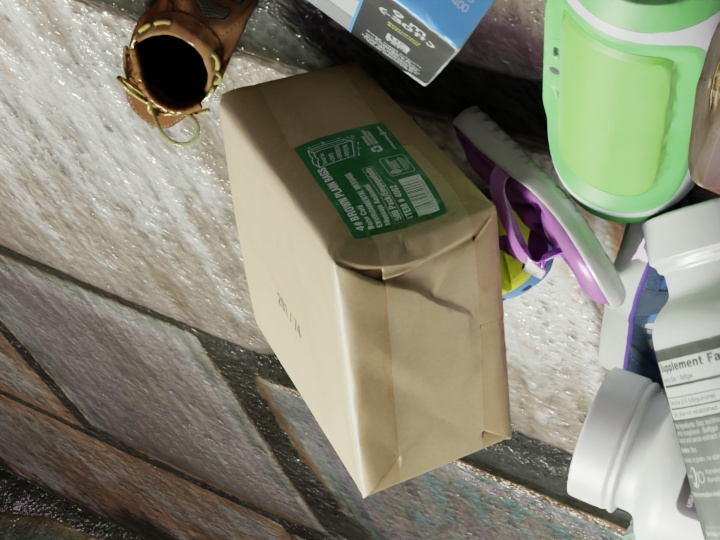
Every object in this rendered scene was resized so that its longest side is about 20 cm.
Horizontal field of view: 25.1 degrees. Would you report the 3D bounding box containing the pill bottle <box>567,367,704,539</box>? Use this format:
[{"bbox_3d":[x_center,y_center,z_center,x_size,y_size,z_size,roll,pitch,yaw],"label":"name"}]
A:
[{"bbox_3d":[0.227,0.130,0.945,0.198,0.112,0.112,21,158,18],"label":"pill bottle"}]

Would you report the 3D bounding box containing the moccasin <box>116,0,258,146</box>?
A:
[{"bbox_3d":[-0.120,-0.132,1.055,0.073,0.078,0.201,35,159,-14],"label":"moccasin"}]

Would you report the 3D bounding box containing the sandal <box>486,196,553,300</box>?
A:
[{"bbox_3d":[0.062,-0.008,1.128,0.086,0.081,0.199,0,175,-41],"label":"sandal"}]

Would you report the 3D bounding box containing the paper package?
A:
[{"bbox_3d":[0.000,0.000,0.981,0.200,0.102,0.192,-126,22,-49],"label":"paper package"}]

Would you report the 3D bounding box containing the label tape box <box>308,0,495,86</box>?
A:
[{"bbox_3d":[0.001,-0.162,0.747,0.143,0.066,0.200,37,179,-3],"label":"label tape box"}]

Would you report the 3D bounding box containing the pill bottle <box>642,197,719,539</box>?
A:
[{"bbox_3d":[0.216,0.061,0.830,0.115,0.202,0.116,-13,174,-1],"label":"pill bottle"}]

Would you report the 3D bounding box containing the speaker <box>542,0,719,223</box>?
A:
[{"bbox_3d":[0.133,-0.100,0.775,0.088,0.089,0.200,24,159,16],"label":"speaker"}]

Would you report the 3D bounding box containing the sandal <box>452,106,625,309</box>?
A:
[{"bbox_3d":[0.093,-0.027,0.923,0.083,0.050,0.203,52,-177,-31],"label":"sandal"}]

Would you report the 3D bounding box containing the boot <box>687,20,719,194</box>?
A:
[{"bbox_3d":[0.202,-0.009,0.705,0.199,0.188,0.064,25,171,-33],"label":"boot"}]

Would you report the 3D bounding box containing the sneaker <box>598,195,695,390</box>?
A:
[{"bbox_3d":[0.221,0.017,0.959,0.145,0.081,0.201,14,151,11],"label":"sneaker"}]

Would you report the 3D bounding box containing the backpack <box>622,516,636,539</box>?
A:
[{"bbox_3d":[0.266,0.156,1.128,0.166,0.128,0.200,27,168,-16],"label":"backpack"}]
